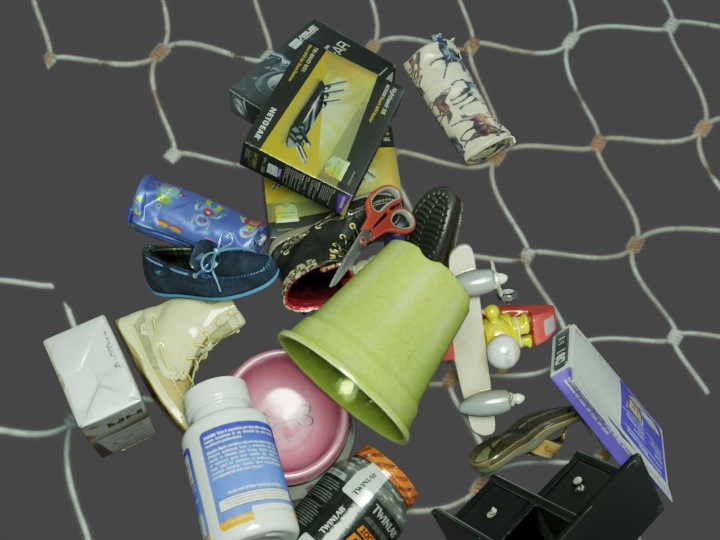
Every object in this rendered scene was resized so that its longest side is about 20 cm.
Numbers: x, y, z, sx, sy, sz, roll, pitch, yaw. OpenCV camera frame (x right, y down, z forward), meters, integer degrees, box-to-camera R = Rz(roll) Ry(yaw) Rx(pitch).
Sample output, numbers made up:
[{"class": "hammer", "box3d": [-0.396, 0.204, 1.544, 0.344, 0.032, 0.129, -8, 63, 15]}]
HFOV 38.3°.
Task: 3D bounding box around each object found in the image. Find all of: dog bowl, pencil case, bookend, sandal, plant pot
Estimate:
[{"class": "dog bowl", "box3d": [-0.100, 0.193, 1.347, 0.196, 0.074, 0.204, 2, 69, -6]}, {"class": "pencil case", "box3d": [-0.223, -0.060, 1.419, 0.197, 0.079, 0.087, 23, 36, 3]}, {"class": "bookend", "box3d": [0.228, 0.296, 1.278, 0.199, 0.198, 0.093, -39, 116, -19]}, {"class": "sandal", "box3d": [0.230, 0.228, 1.366, 0.198, 0.081, 0.055, -24, 97, -31]}, {"class": "plant pot", "box3d": [0.032, 0.073, 1.252, 0.199, 0.201, 0.185, 38, 76, 8]}, {"class": "pencil case", "box3d": [0.147, -0.250, 1.537, 0.089, 0.078, 0.202, -31, 75, 4]}]

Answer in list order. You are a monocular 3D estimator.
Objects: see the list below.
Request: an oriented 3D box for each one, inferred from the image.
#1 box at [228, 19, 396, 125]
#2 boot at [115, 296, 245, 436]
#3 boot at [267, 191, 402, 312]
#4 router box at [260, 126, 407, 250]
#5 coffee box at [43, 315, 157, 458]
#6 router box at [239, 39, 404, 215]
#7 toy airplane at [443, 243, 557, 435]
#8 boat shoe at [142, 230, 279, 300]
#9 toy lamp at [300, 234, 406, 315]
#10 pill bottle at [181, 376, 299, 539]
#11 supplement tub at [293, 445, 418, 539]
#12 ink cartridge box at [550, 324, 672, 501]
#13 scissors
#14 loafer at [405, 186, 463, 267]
[{"class": "box", "box3d": [-0.067, -0.263, 1.498, 0.159, 0.044, 0.200, 33, 58, 19]}, {"class": "boot", "box3d": [-0.213, 0.109, 1.356, 0.154, 0.073, 0.201, -28, 59, -17]}, {"class": "boot", "box3d": [-0.027, -0.024, 1.357, 0.197, 0.151, 0.074, -21, 116, 2]}, {"class": "router box", "box3d": [-0.042, -0.117, 1.478, 0.196, 0.052, 0.160, -6, 71, -9]}, {"class": "coffee box", "box3d": [-0.314, 0.147, 1.268, 0.079, 0.200, 0.116, -24, 73, -13]}, {"class": "router box", "box3d": [-0.048, -0.192, 1.379, 0.155, 0.052, 0.202, 25, 59, 0]}, {"class": "toy airplane", "box3d": [0.154, 0.094, 1.364, 0.199, 0.141, 0.201, 34, 89, -24]}, {"class": "boat shoe", "box3d": [-0.203, -0.004, 1.344, 0.196, 0.070, 0.085, -6, 32, 19]}, {"class": "toy lamp", "box3d": [0.000, 0.000, 1.439, 0.198, 0.058, 0.059, -26, 75, -14]}, {"class": "pill bottle", "box3d": [-0.148, 0.232, 1.220, 0.110, 0.113, 0.202, -13, 60, -11]}, {"class": "supplement tub", "box3d": [-0.027, 0.323, 1.281, 0.122, 0.123, 0.200, 41, 71, 9]}, {"class": "ink cartridge box", "box3d": [0.317, 0.183, 1.324, 0.043, 0.200, 0.199, -38, 95, 19]}, {"class": "scissors", "box3d": [0.002, -0.048, 1.316, 0.074, 0.014, 0.199, 53, 48, 1]}, {"class": "loafer", "box3d": [0.102, -0.018, 1.420, 0.070, 0.203, 0.073, -2, 24, -40]}]
